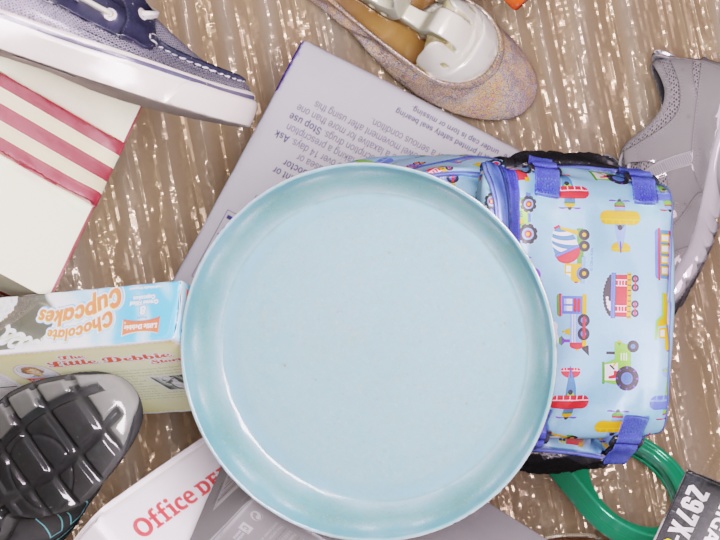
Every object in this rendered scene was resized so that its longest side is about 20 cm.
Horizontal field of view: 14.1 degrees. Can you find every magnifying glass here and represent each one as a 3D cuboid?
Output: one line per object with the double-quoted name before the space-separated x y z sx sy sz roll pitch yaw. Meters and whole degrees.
"magnifying glass" 0.119 0.104 1.785 0.200 0.022 0.080 34 42 -1

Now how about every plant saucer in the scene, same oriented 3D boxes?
"plant saucer" 0.005 0.042 1.527 0.200 0.027 0.200 1 96 11

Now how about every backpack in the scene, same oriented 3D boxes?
"backpack" 0.059 0.018 1.598 0.200 0.135 0.183 7 85 -16

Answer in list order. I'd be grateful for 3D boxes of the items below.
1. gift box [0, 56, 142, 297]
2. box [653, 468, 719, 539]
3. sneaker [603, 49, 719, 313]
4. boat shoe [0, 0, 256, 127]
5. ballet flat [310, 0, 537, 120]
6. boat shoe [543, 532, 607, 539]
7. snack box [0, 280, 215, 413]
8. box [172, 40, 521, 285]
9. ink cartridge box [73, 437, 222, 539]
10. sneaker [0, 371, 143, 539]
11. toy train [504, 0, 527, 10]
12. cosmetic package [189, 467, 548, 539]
"gift box" -0.255 -0.087 1.657 0.187 0.200 0.185 30 73 -24
"box" 0.185 0.216 1.709 0.049 0.200 0.160 21 77 15
"sneaker" 0.185 -0.044 1.814 0.082 0.075 0.200 20 72 4
"boat shoe" -0.136 -0.145 1.568 0.200 0.075 0.093 18 87 -27
"ballet flat" 0.027 -0.157 1.783 0.200 0.067 0.068 31 79 -8
"boat shoe" 0.073 0.200 1.751 0.200 0.074 0.076 -7 100 6
"snack box" -0.156 0.048 1.629 0.200 0.116 0.037 -5 68 28
"box" 0.000 0.000 1.726 0.184 0.105 0.200 28 78 3
"ink cartridge box" -0.064 0.205 1.666 0.200 0.083 0.147 48 39 7
"sneaker" -0.186 0.117 1.638 0.075 0.200 0.079 55 31 11
"toy train" 0.057 -0.245 1.797 0.150 0.056 0.200 10 63 -20
"cosmetic package" 0.013 0.165 1.634 0.200 0.090 0.107 36 37 -11
